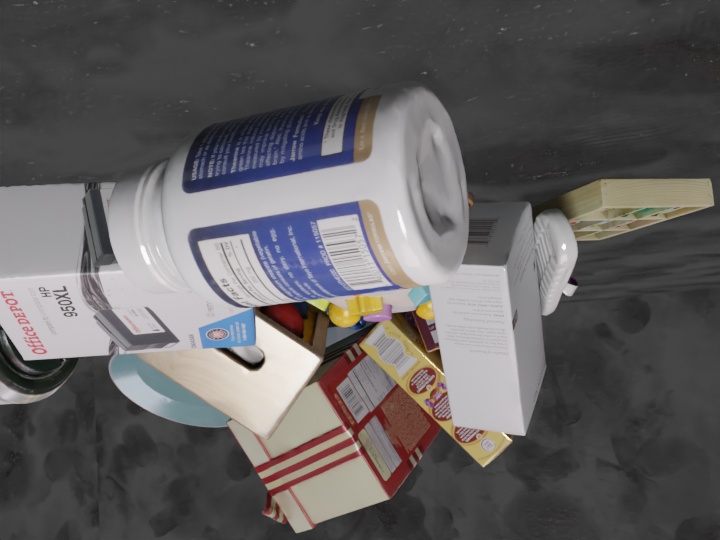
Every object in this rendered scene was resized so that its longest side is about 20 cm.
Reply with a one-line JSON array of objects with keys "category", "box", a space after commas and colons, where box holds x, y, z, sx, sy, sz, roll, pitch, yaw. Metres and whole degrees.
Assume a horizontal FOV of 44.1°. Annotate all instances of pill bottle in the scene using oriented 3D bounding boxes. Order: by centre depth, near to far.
[{"category": "pill bottle", "box": [-0.045, -0.037, 0.521, 0.198, 0.113, 0.111, -7, 173, 26]}]

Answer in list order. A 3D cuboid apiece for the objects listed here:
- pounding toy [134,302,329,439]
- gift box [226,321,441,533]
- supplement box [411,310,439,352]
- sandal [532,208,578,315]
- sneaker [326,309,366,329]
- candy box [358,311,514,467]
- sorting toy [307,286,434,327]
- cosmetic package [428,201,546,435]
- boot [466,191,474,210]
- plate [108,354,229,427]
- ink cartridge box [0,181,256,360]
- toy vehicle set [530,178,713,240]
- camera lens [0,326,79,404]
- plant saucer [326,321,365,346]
[{"category": "pounding toy", "box": [-0.130, 0.038, 0.888, 0.199, 0.143, 0.184, 34, -170, -7]}, {"category": "gift box", "box": [-0.047, 0.190, 1.069, 0.186, 0.186, 0.199, -29, -179, 37]}, {"category": "supplement box", "box": [0.146, 0.021, 1.047, 0.109, 0.087, 0.199, -23, 177, 28]}, {"category": "sandal", "box": [0.198, -0.006, 0.897, 0.049, 0.083, 0.203, -16, 167, -3]}, {"category": "sneaker", "box": [-0.044, 0.023, 1.084, 0.198, 0.107, 0.075, -9, 172, 34]}, {"category": "candy box", "box": [0.100, 0.121, 1.043, 0.057, 0.200, 0.117, -48, 177, 25]}, {"category": "sorting toy", "box": [0.000, 0.000, 0.875, 0.197, 0.108, 0.180, -6, 176, 17]}, {"category": "cosmetic package", "box": [0.127, 0.047, 0.864, 0.080, 0.202, 0.113, 2, -144, 25]}, {"category": "boot", "box": [0.003, -0.032, 0.772, 0.197, 0.077, 0.074, -7, 170, 4]}, {"category": "plate", "box": [-0.233, 0.146, 1.171, 0.197, 0.026, 0.201, 8, 141, 6]}, {"category": "ink cartridge box", "box": [-0.185, 0.002, 0.707, 0.197, 0.085, 0.145, -3, 151, -6]}, {"category": "toy vehicle set", "box": [0.245, -0.059, 0.910, 0.123, 0.027, 0.200, -2, 173, -17]}, {"category": "camera lens", "box": [-0.398, 0.058, 0.909, 0.198, 0.162, 0.160, -7, 173, 24]}, {"category": "plant saucer", "box": [-0.081, 0.123, 1.231, 0.199, 0.039, 0.202, -22, 151, -13]}]
